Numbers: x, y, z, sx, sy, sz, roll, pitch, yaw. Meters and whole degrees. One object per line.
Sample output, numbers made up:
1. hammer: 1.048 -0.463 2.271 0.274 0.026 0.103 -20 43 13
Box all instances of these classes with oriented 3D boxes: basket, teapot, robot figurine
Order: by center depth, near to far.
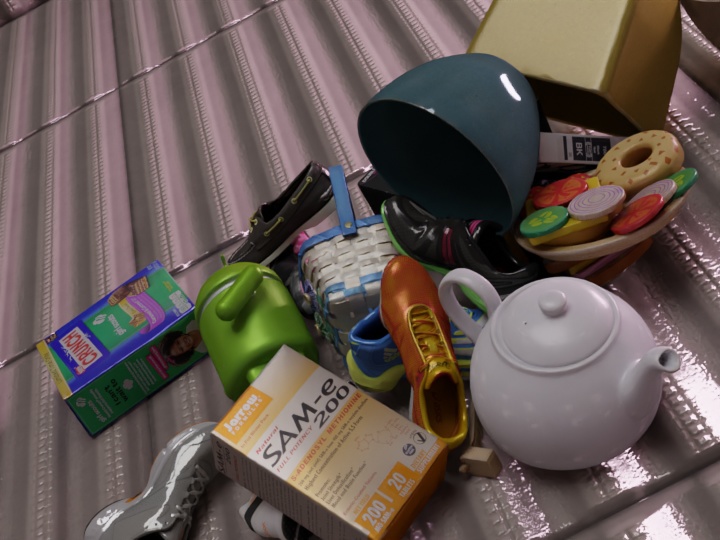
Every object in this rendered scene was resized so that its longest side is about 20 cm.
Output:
1. teapot: 0.184 0.075 1.232 0.197 0.147 0.199 -14 41 7
2. basket: 0.000 0.000 1.496 0.137 0.178 0.201 -13 40 5
3. robot figurine: -0.120 0.075 1.511 0.114 0.177 0.201 -20 53 -13

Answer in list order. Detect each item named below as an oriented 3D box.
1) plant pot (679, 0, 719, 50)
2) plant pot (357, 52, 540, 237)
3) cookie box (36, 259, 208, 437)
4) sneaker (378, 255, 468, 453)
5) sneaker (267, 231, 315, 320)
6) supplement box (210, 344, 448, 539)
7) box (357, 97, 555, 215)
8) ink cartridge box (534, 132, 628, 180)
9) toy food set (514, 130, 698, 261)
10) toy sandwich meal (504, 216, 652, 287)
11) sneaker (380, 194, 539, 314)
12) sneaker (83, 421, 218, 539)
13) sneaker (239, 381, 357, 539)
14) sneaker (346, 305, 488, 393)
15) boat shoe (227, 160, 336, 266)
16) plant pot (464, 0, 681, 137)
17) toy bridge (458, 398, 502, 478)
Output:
1. plant pot: 0.493 -0.324 1.591 0.198 0.135 0.201 -20 32 13
2. plant pot: 0.115 -0.152 1.404 0.199 0.201 0.135 13 56 48
3. cookie box: -0.303 0.097 1.700 0.199 0.076 0.171 -36 33 -9
4. sneaker: 0.071 0.079 1.303 0.072 0.203 0.077 -14 -9 -18
5. sneaker: -0.083 0.021 1.634 0.095 0.079 0.200 -33 20 6
6. supplement box: -0.030 0.179 1.274 0.199 0.074 0.126 29 59 19
7. box: 0.128 -0.110 1.597 0.200 0.125 0.148 -45 35 -22
8. ink cartridge box: 0.254 -0.129 1.514 0.198 0.040 0.099 -2 -6 -29
9. toy food set: 0.252 -0.074 1.372 0.198 0.049 0.199 -18 23 12
10. toy sandwich meal: 0.227 -0.040 1.464 0.203 0.071 0.206 -21 32 14
11. sneaker: 0.110 -0.029 1.393 0.199 0.084 0.077 34 33 20
12. sneaker: -0.198 0.253 1.407 0.200 0.076 0.092 -46 42 -12
13. sneaker: -0.060 0.192 1.368 0.079 0.074 0.201 -5 38 39
14. sneaker: 0.077 0.068 1.377 0.198 0.106 0.076 -18 51 3
15. boat shoe: -0.103 -0.064 1.657 0.201 0.061 0.072 -38 21 27
16. plant pot: 0.270 -0.288 1.547 0.193 0.195 0.202 20 89 34
17. toy bridge: 0.148 0.128 1.331 0.067 0.027 0.201 1 43 43
